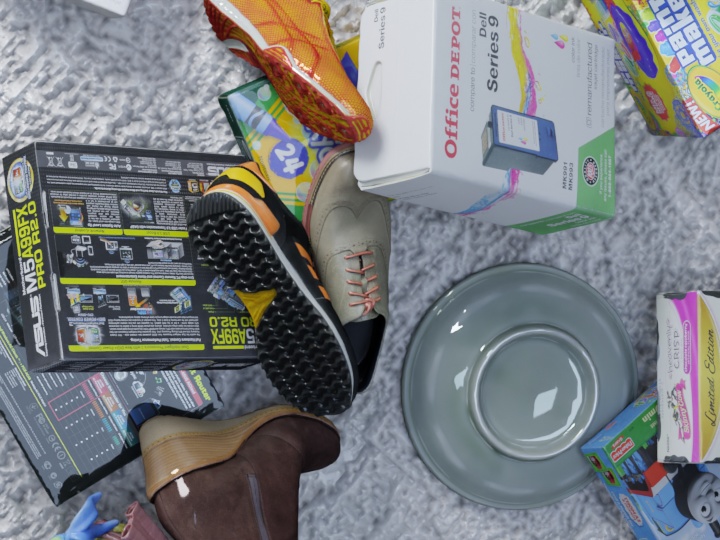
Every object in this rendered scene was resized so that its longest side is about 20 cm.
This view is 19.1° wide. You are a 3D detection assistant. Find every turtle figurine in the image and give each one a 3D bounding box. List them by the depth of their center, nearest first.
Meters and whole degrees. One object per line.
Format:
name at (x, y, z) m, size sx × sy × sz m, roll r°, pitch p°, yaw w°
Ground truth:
turtle figurine at (-0.170, 0.259, 1.615) m, size 0.193 × 0.144 × 0.201 m, roll 11°, pitch 99°, yaw -29°

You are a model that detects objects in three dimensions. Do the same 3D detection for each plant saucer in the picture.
plant saucer at (0.133, 0.095, 1.706) m, size 0.199 × 0.050 × 0.201 m, roll -1°, pitch 94°, yaw -13°

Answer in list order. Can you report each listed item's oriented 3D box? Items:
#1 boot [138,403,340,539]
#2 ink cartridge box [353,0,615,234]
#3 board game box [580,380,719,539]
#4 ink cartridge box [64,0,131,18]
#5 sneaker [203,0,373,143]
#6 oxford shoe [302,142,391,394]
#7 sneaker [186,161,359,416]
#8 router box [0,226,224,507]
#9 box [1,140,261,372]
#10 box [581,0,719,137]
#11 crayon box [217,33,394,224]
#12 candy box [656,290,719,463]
boot at (-0.068, 0.185, 1.591) m, size 0.200 × 0.072 × 0.167 m, roll 4°, pitch 51°, yaw -45°
ink cartridge box at (0.096, -0.118, 1.607) m, size 0.199 × 0.087 × 0.146 m, roll 12°, pitch 75°, yaw -39°
board game box at (0.285, 0.181, 1.734) m, size 0.151 × 0.037 × 0.200 m, roll -38°, pitch 103°, yaw -27°
ink cartridge box at (-0.197, -0.301, 1.588) m, size 0.117 × 0.067 × 0.201 m, roll 19°, pitch 90°, yaw -14°
sneaker at (-0.043, -0.167, 1.581) m, size 0.077 × 0.200 × 0.073 m, roll -32°, pitch 144°, yaw -11°
oxford shoe at (0.000, 0.000, 1.618) m, size 0.070 × 0.075 × 0.201 m, roll -12°, pitch 124°, yaw -18°
sneaker at (-0.050, 0.010, 1.585) m, size 0.070 × 0.090 × 0.200 m, roll -19°, pitch 112°, yaw 29°
router box at (-0.216, 0.053, 1.614) m, size 0.150 × 0.062 × 0.201 m, roll -30°, pitch 100°, yaw -9°
box at (-0.160, -0.008, 1.564) m, size 0.200 × 0.044 × 0.161 m, roll 1°, pitch 77°, yaw -44°
box at (0.279, -0.237, 1.678) m, size 0.192 × 0.122 × 0.200 m, roll -32°, pitch 100°, yaw -8°
crayon box at (0.006, -0.117, 1.659) m, size 0.199 × 0.052 × 0.126 m, roll -25°, pitch 100°, yaw -11°
candy box at (0.333, 0.087, 1.714) m, size 0.199 × 0.061 × 0.137 m, roll 2°, pitch 85°, yaw -27°
